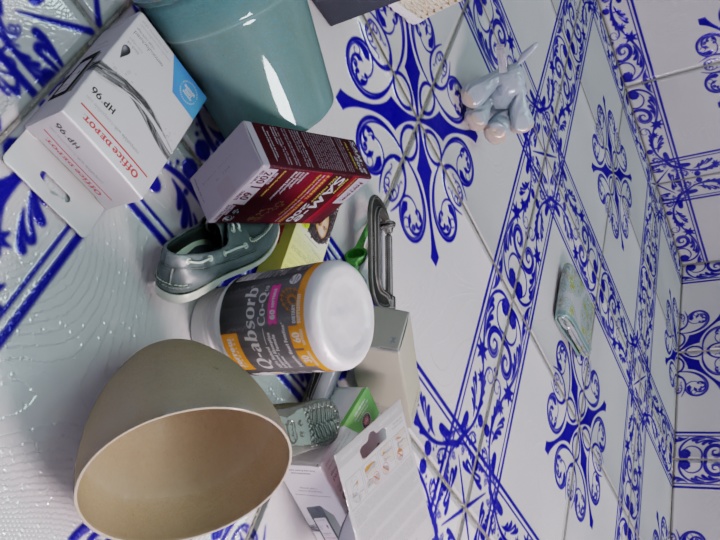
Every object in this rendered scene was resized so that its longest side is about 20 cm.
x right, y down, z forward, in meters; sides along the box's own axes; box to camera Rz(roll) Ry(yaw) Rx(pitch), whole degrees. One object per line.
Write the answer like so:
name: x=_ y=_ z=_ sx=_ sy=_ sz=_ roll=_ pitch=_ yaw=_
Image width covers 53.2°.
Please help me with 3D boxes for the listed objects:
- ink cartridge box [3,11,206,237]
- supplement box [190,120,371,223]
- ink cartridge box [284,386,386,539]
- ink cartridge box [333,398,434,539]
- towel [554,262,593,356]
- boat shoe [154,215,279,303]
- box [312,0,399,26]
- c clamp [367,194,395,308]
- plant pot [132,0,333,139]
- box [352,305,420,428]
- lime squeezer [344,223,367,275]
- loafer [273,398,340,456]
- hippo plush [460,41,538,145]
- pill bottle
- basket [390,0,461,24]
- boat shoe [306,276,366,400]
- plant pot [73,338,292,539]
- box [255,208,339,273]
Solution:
ink cartridge box: x=-0.250 y=-0.147 z=0.729 sx=0.117 sy=0.067 sz=0.203 roll=51 pitch=45 yaw=-36
supplement box: x=-0.088 y=-0.108 z=0.845 sx=0.198 sy=0.108 sz=0.062 roll=-6 pitch=63 yaw=-54
ink cartridge box: x=-0.014 y=0.284 z=0.976 sx=0.146 sy=0.082 sz=0.203 roll=-52 pitch=125 yaw=-46
ink cartridge box: x=0.021 y=0.291 z=0.915 sx=0.160 sy=0.049 sz=0.205 roll=-27 pitch=104 yaw=-53
towel: x=0.571 y=0.110 z=1.917 sx=0.201 sy=0.047 sz=0.174 roll=52 pitch=41 yaw=-37
boat shoe: x=-0.157 y=-0.035 z=0.828 sx=0.200 sy=0.072 sz=0.063 roll=-40 pitch=148 yaw=-47
box: x=0.023 y=-0.500 z=1.091 sx=0.104 sy=0.196 sz=0.186 roll=42 pitch=50 yaw=-44
c clamp: x=0.037 y=-0.013 z=1.151 sx=0.170 sy=0.026 sz=0.206 roll=16 pitch=71 yaw=-69
plant pot: x=-0.130 y=-0.263 z=0.840 sx=0.202 sy=0.196 sz=0.199 roll=-61 pitch=139 yaw=-42
box: x=0.036 y=0.140 z=1.025 sx=0.202 sy=0.080 sz=0.069 roll=80 pitch=24 yaw=-48
lime squeezer: x=0.000 y=0.000 z=1.096 sx=0.070 sy=0.037 sz=0.205 roll=30 pitch=57 yaw=-46
loafer: x=-0.116 y=0.197 z=0.858 sx=0.196 sy=0.069 sz=0.077 roll=2 pitch=78 yaw=-39
hippo plush: x=0.286 y=-0.382 z=1.546 sx=0.161 sy=0.155 sz=0.205 roll=-89 pitch=177 yaw=-72
pill bottle: x=-0.091 y=0.058 z=0.806 sx=0.115 sy=0.196 sz=0.120 roll=17 pitch=68 yaw=-52
basket: x=0.105 y=-0.582 z=1.268 sx=0.198 sy=0.158 sz=0.204 roll=8 pitch=76 yaw=-56
boat shoe: x=-0.047 y=0.088 z=0.989 sx=0.070 sy=0.065 sz=0.204 roll=91 pitch=15 yaw=-64
plant pot: x=-0.178 y=0.148 z=0.699 sx=0.200 sy=0.199 sz=0.136 roll=39 pitch=16 yaw=-44
box: x=-0.085 y=-0.034 z=0.967 sx=0.075 sy=0.049 sz=0.204 roll=45 pitch=49 yaw=-41
